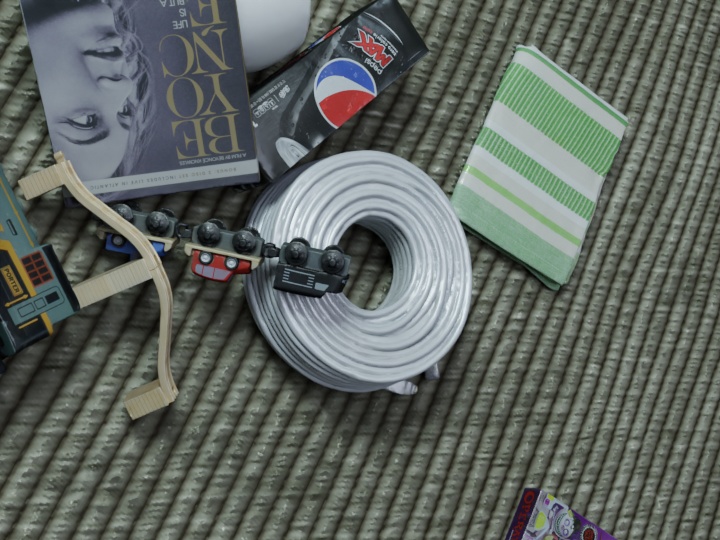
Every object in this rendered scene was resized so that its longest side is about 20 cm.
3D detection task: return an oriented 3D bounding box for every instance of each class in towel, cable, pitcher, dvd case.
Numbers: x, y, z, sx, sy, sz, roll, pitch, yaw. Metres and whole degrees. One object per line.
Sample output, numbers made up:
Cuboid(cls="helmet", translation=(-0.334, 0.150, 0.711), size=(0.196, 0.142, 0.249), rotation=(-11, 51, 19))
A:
Cuboid(cls="towel", translation=(0.174, -0.102, 1.010), size=(0.152, 0.023, 0.201), rotation=(32, 71, -21))
Cuboid(cls="cable", translation=(0.000, 0.000, 0.870), size=(0.199, 0.069, 0.202), rotation=(7, 80, -28))
Cuboid(cls="pitcher", translation=(-0.143, -0.184, 0.800), size=(0.199, 0.121, 0.173), rotation=(-5, 105, -19))
Cuboid(cls="dvd case", translation=(-0.157, -0.148, 0.749), size=(0.148, 0.016, 0.201), rotation=(-8, 117, -5))

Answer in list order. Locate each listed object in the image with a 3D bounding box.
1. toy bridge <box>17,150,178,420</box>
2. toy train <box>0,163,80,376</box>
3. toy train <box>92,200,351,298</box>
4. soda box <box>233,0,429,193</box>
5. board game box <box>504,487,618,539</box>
Cuboid(cls="toy bridge", translation=(-0.179, 0.006, 0.768), size=(0.067, 0.027, 0.201), rotation=(-22, 100, 5))
Cuboid(cls="toy train", translation=(-0.278, -0.021, 0.715), size=(0.114, 0.085, 0.201), rotation=(-30, 95, -42))
Cuboid(cls="toy train", translation=(-0.106, -0.013, 0.791), size=(0.199, 0.034, 0.046), rotation=(12, 100, 1))
Cuboid(cls="soda box", translation=(-0.037, -0.149, 0.868), size=(0.200, 0.071, 0.063), rotation=(-43, 107, -26))
Cuboid(cls="board game box", translation=(0.162, 0.314, 0.944), size=(0.120, 0.032, 0.201), rotation=(36, 67, -25))
